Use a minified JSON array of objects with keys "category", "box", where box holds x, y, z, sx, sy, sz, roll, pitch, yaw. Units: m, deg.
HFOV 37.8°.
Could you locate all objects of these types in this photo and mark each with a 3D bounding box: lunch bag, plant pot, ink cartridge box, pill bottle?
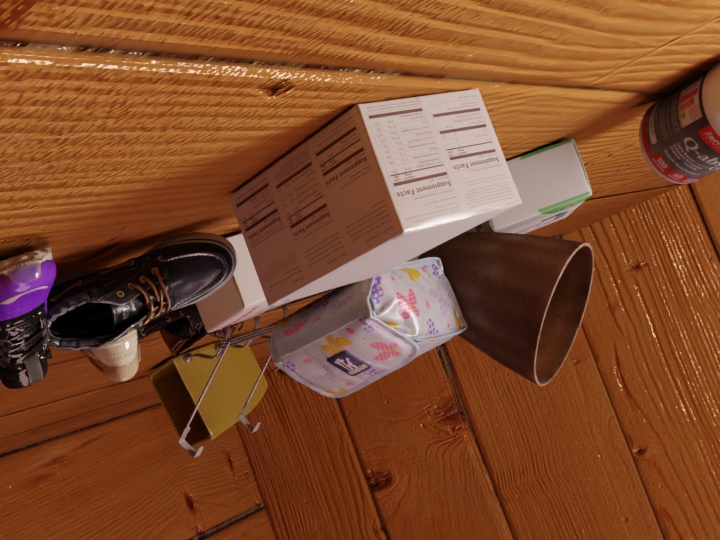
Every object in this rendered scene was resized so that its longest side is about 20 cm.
[{"category":"lunch bag","box":[0.005,0.072,1.275,0.169,0.128,0.199,-28,166,31]},{"category":"plant pot","box":[-0.329,0.261,2.383,0.199,0.197,0.194,-28,179,-32]},{"category":"ink cartridge box","box":[-0.087,-0.007,1.225,0.198,0.085,0.146,-20,175,-28]},{"category":"plant pot","box":[0.174,0.027,1.364,0.198,0.189,0.186,19,-166,26]},{"category":"ink cartridge box","box":[0.227,-0.102,1.466,0.144,0.085,0.200,-20,174,0]},{"category":"pill bottle","box":[0.442,-0.189,1.286,0.115,0.117,0.200,-18,173,-23]}]

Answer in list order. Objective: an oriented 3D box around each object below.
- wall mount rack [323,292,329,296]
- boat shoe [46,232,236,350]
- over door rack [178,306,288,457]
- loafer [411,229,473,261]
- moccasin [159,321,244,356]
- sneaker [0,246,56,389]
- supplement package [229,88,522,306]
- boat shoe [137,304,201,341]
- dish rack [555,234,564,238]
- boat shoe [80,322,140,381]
[{"category":"wall mount rack","box":[0.011,-0.030,1.453,0.198,0.075,0.175,-19,-147,16]},{"category":"boat shoe","box":[-0.209,0.025,1.009,0.198,0.072,0.091,-18,-158,-10]},{"category":"over door rack","box":[-0.183,0.142,1.452,0.066,0.202,0.147,27,-159,26]},{"category":"loafer","box":[0.135,-0.067,1.625,0.198,0.073,0.063,-16,-167,20]},{"category":"moccasin","box":[-0.205,0.067,1.512,0.200,0.078,0.073,-25,170,21]},{"category":"sneaker","box":[-0.294,0.048,0.907,0.069,0.100,0.200,-19,175,-31]},{"category":"supplement package","box":[0.011,-0.063,0.934,0.155,0.112,0.199,-15,173,-42]},{"category":"boat shoe","box":[-0.240,0.059,1.380,0.069,0.067,0.199,-24,173,31]},{"category":"dish rack","box":[0.549,-0.052,3.253,0.152,0.055,0.200,-19,176,-2]},{"category":"boat shoe","box":[-0.273,0.069,1.128,0.071,0.066,0.200,-17,-165,-19]}]
